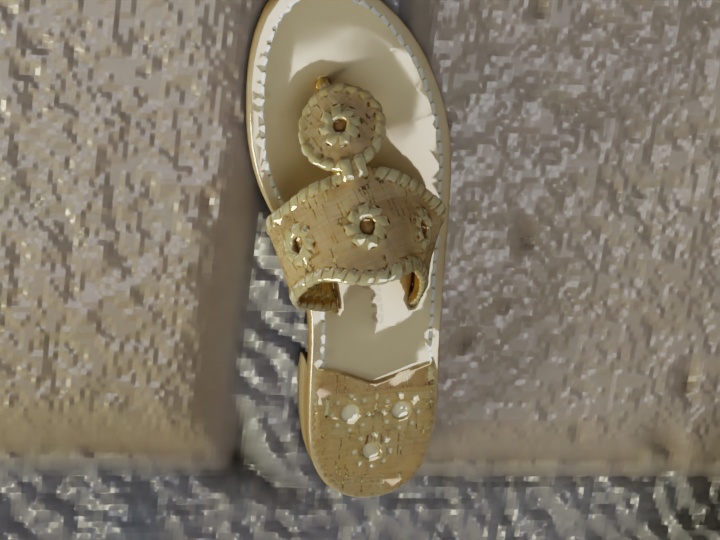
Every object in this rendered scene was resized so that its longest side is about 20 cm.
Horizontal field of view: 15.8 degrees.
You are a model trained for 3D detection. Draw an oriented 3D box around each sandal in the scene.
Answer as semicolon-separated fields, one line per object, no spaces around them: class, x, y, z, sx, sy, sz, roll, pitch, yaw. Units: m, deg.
sandal;0.006;-0.001;0.972;0.077;0.070;0.212;-9;115;-11

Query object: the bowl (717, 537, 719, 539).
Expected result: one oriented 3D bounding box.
bowl;0.209;0.154;1.083;0.201;0.090;0.202;-5;115;-12
